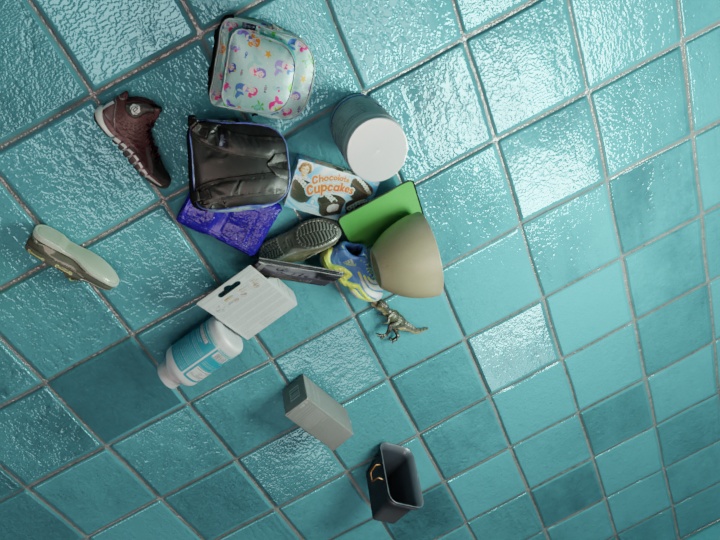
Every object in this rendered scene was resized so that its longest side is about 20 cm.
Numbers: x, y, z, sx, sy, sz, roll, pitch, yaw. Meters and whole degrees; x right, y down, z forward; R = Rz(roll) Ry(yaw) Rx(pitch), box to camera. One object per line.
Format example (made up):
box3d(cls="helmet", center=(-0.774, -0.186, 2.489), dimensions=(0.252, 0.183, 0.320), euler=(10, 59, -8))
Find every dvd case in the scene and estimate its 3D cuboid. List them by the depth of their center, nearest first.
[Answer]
box3d(cls="dvd case", center=(-0.155, 0.006, 1.376), dimensions=(0.196, 0.148, 0.016), euler=(10, 77, -19))

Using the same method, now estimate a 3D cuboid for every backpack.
box3d(cls="backpack", center=(-0.186, -0.387, 1.146), dimensions=(0.196, 0.151, 0.180), euler=(7, 115, -23))
box3d(cls="backpack", center=(-0.250, -0.214, 1.203), dimensions=(0.196, 0.147, 0.187), euler=(-5, 98, -19))

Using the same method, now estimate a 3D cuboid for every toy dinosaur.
box3d(cls="toy dinosaur", center=(0.092, 0.149, 1.567), dimensions=(0.199, 0.048, 0.089), euler=(33, 100, -31))

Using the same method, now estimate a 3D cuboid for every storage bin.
box3d(cls="storage bin", center=(0.081, 0.640, 1.754), dimensions=(0.144, 0.202, 0.135), euler=(21, 121, -24))

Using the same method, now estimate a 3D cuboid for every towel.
box3d(cls="towel", center=(-0.290, -0.125, 1.312), dimensions=(0.198, 0.050, 0.149), euler=(26, 110, -25))

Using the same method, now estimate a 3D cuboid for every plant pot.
box3d(cls="plant pot", center=(0.097, -0.022, 1.379), dimensions=(0.132, 0.201, 0.203), euler=(-15, 121, -8))

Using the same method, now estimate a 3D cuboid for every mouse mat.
box3d(cls="mouse mat", center=(0.051, -0.123, 1.389), dimensions=(0.198, 0.008, 0.162), euler=(-29, 147, 0))

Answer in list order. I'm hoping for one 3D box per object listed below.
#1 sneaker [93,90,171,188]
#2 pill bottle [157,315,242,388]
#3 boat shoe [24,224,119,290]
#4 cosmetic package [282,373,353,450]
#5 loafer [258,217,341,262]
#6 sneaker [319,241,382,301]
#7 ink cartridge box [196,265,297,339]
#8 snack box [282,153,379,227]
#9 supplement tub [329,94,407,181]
box3d(cls="sneaker", center=(-0.425, -0.268, 1.186), dimensions=(0.115, 0.076, 0.201), euler=(-36, 120, 3))
box3d(cls="pill bottle", center=(-0.392, 0.202, 1.430), dimensions=(0.198, 0.111, 0.111), euler=(-34, 121, 5))
box3d(cls="boat shoe", center=(-0.620, -0.016, 1.275), dimensions=(0.201, 0.072, 0.060), euler=(39, 106, -22))
box3d(cls="cosmetic package", center=(-0.115, 0.387, 1.608), dimensions=(0.090, 0.107, 0.200), euler=(-37, 119, 8))
box3d(cls="loafer", center=(-0.138, -0.063, 1.379), dimensions=(0.196, 0.077, 0.070), euler=(-18, 163, 3))
box3d(cls="sneaker", center=(0.000, 0.000, 1.424), dimensions=(0.199, 0.077, 0.105), euler=(33, 132, -27))
box3d(cls="ink cartridge box", center=(-0.265, 0.066, 1.392), dimensions=(0.161, 0.057, 0.200), euler=(-34, 135, 8))
box3d(cls="snack box", center=(-0.067, -0.180, 1.347), dimensions=(0.197, 0.037, 0.118), euler=(13, 115, -21))
box3d(cls="supplement tub", center=(0.013, -0.278, 1.219), dimensions=(0.129, 0.201, 0.134), euler=(-6, 120, -11))
